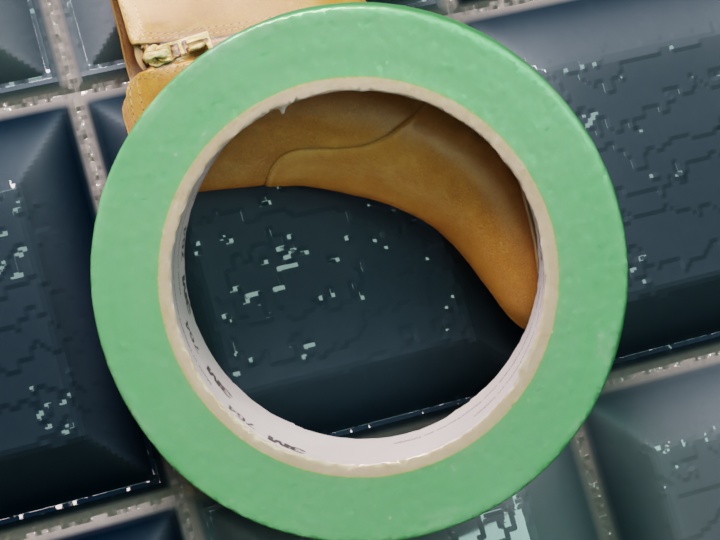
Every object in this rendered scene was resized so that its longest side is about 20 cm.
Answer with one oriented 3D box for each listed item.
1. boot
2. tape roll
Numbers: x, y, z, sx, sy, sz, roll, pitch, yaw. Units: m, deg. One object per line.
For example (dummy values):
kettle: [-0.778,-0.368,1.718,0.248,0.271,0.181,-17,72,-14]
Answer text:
boot: [-0.016,-0.049,0.913,0.143,0.071,0.202,-20,85,-8]
tape roll: [0.000,0.000,0.864,0.199,0.048,0.202,0,97,2]
